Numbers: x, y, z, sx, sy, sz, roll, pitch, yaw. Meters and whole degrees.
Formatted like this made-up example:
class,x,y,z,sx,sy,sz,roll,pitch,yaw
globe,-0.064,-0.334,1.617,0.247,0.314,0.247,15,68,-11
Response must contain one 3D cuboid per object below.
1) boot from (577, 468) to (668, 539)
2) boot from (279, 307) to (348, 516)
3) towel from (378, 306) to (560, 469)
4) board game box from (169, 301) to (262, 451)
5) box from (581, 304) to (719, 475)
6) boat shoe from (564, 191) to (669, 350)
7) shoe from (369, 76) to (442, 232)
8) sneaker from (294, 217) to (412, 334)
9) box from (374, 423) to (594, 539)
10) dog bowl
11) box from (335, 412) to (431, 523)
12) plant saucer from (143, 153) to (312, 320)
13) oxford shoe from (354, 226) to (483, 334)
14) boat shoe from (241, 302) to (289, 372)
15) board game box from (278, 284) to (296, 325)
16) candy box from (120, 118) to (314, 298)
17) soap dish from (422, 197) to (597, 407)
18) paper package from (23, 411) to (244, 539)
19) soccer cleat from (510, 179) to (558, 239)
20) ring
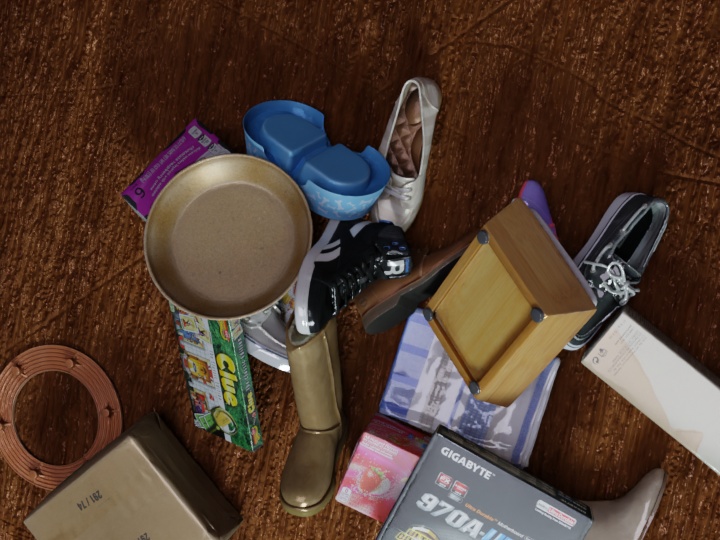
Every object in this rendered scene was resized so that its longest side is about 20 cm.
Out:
class,x,y,z,sx,sy,sz,roll,pitch,yaw
boot,0.257,0.297,1.306,0.146,0.070,0.201,24,99,14
boot,-0.063,0.157,1.292,0.066,0.175,0.201,3,127,11
towel,0.131,0.142,1.352,0.199,0.024,0.147,20,98,13
board game box,-0.177,0.123,1.363,0.104,0.023,0.201,15,126,33
box,0.354,0.133,1.258,0.200,0.095,0.078,40,102,10
boat shoe,0.287,0.004,1.253,0.074,0.068,0.200,38,83,-24
shoe,0.049,-0.137,1.338,0.070,0.053,0.201,14,97,13
sneaker,0.000,0.000,1.263,0.111,0.200,0.073,5,128,14
box,0.136,0.291,1.244,0.199,0.046,0.159,29,99,5
dog bowl,-0.057,-0.130,1.332,0.200,0.111,0.050,36,136,22
box,0.082,0.261,1.325,0.199,0.100,0.096,24,100,6
plant saucer,-0.151,-0.036,1.290,0.199,0.035,0.201,-2,75,7
oxford shoe,0.076,-0.005,1.336,0.200,0.071,0.071,-31,62,10
boat shoe,-0.135,0.051,1.372,0.200,0.071,0.070,35,105,17
board game box,-0.110,-0.013,1.404,0.104,0.023,0.201,-11,92,17
candy box,-0.175,-0.070,1.354,0.200,0.061,0.136,41,82,16
soap dish,0.160,0.042,1.247,0.158,0.081,0.200,59,140,25
paper package,-0.291,0.318,1.425,0.200,0.103,0.191,-40,89,14
soccer cleat,0.215,-0.006,1.295,0.076,0.067,0.201,4,99,25
ring,-0.415,0.201,1.500,0.199,0.019,0.201,1,93,15
